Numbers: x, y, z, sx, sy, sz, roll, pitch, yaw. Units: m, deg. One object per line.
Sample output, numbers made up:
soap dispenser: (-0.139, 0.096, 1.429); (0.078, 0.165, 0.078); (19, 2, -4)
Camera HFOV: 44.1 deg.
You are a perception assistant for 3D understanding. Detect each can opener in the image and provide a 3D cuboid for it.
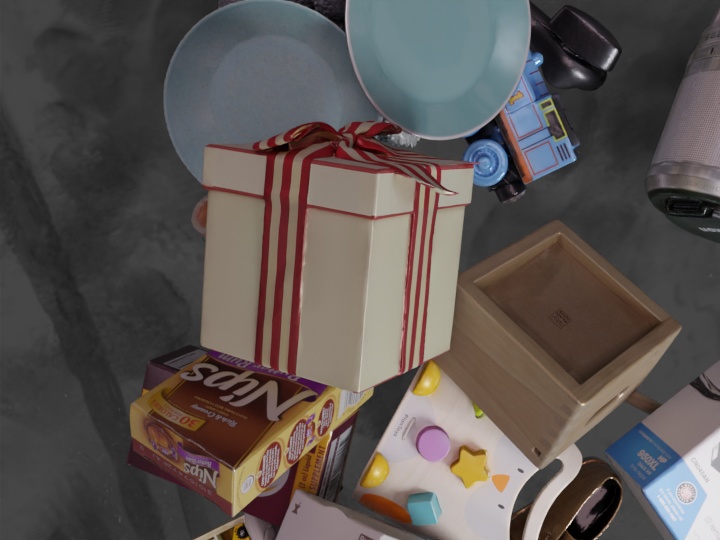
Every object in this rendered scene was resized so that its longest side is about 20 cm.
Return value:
can opener: (0.176, -0.256, 0.914); (0.200, 0.063, 0.079); (41, 117, 15)

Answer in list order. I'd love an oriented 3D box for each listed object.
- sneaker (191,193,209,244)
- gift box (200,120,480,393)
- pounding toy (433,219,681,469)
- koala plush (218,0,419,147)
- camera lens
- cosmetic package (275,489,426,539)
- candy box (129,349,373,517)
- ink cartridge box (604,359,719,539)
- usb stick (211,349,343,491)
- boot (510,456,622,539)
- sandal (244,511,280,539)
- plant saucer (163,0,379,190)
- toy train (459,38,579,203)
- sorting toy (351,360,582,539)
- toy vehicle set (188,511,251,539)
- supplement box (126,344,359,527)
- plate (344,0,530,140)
sneaker: (-0.067, -0.063, 0.904); (0.197, 0.080, 0.072); (-16, 56, 10)
gift box: (-0.003, -0.024, 0.719); (0.198, 0.184, 0.190); (9, 103, 26)
pounding toy: (0.193, 0.077, 0.833); (0.199, 0.143, 0.184); (-27, 60, -35)
koala plush: (-0.022, -0.209, 0.890); (0.175, 0.184, 0.202); (-13, 106, 12)
camera lens: (0.372, -0.131, 0.838); (0.158, 0.160, 0.202); (21, 88, 5)
cosmetic package: (0.021, 0.273, 0.801); (0.112, 0.199, 0.082); (13, 75, 44)
candy box: (-0.086, 0.111, 0.770); (0.116, 0.200, 0.057); (24, 127, 26)
ink cartridge box: (0.357, 0.175, 0.835); (0.199, 0.084, 0.145); (-38, 107, 0)
usb stick: (-0.086, 0.148, 0.915); (0.055, 0.033, 0.201); (-32, 85, 7)
boot: (0.180, 0.267, 0.868); (0.073, 0.075, 0.200); (41, 92, 2)
sandal: (-0.049, 0.310, 0.854); (0.050, 0.082, 0.203); (-43, 91, 12)
plant saucer: (-0.080, -0.151, 0.819); (0.198, 0.039, 0.203); (1, 118, 3)
toy train: (0.136, -0.171, 0.883); (0.113, 0.087, 0.202); (-24, 92, 16)
sorting toy: (0.110, 0.185, 0.858); (0.179, 0.107, 0.202); (29, 89, 8)
toy vehicle set: (-0.087, 0.345, 0.904); (0.123, 0.027, 0.202); (-26, 85, 2)
supplement box: (-0.114, 0.160, 0.863); (0.198, 0.086, 0.112); (17, 101, 16)
plate: (0.069, -0.219, 0.796); (0.198, 0.025, 0.203); (-6, 102, -28)
